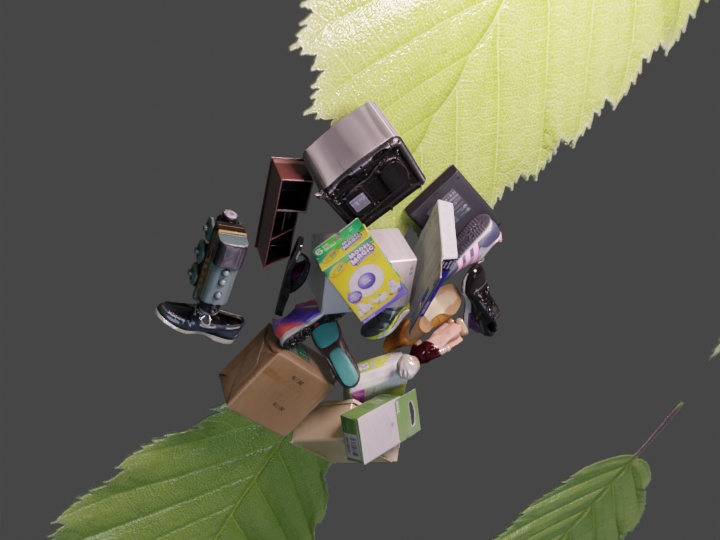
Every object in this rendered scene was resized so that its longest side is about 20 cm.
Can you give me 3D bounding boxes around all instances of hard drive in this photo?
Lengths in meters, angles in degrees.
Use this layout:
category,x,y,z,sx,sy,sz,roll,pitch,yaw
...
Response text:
category,x,y,z,sx,sy,sz,roll,pitch,yaw
hard drive,0.202,-0.116,1.621,0.139,0.033,0.199,-41,130,11

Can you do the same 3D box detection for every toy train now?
category,x,y,z,sx,sy,sz,roll,pitch,yaw
toy train,-0.272,-0.012,1.443,0.083,0.115,0.203,10,122,-28

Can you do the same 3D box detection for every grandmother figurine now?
category,x,y,z,sx,sy,sz,roll,pitch,yaw
grandmother figurine,0.157,0.177,1.689,0.198,0.120,0.062,-34,97,-30

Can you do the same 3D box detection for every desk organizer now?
category,x,y,z,sx,sy,sz,roll,pitch,yaw
desk organizer,-0.147,-0.107,1.448,0.070,0.078,0.204,0,126,-23

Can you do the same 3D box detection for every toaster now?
category,x,y,z,sx,sy,sz,roll,pitch,yaw
toaster,0.004,-0.188,1.400,0.179,0.120,0.200,-37,150,7

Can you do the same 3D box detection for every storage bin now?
category,x,y,z,sx,sy,sz,roll,pitch,yaw
storage bin,-0.033,0.392,1.807,0.197,0.096,0.197,-13,145,40

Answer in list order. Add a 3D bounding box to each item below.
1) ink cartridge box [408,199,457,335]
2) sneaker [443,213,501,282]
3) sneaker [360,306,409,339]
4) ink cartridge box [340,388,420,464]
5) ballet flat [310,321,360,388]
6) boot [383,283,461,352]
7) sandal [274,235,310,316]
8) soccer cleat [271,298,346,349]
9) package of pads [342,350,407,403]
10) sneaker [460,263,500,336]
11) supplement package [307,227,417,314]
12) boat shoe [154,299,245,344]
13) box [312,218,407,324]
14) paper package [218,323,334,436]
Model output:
category,x,y,z,sx,sy,sz,roll,pitch,yaw
ink cartridge box,0.144,-0.002,1.537,0.039,0.204,0.201,12,140,-10
sneaker,0.225,-0.025,1.632,0.199,0.071,0.082,-43,128,15
sneaker,0.068,0.072,1.696,0.200,0.074,0.081,-44,117,9
ink cartridge box,0.048,0.344,1.702,0.197,0.058,0.107,-19,104,-44
ballet flat,-0.061,0.167,1.668,0.072,0.204,0.073,-27,174,-3
boot,0.138,0.109,1.744,0.143,0.200,0.072,-31,96,46
sandal,-0.133,0.011,1.548,0.047,0.076,0.203,15,130,-6
soccer cleat,-0.097,0.086,1.614,0.197,0.074,0.069,-33,153,-11
package of pads,0.036,0.268,1.783,0.150,0.070,0.201,-17,155,-9
sneaker,0.289,0.070,1.755,0.075,0.087,0.203,-41,141,-27
supplement package,0.000,0.000,1.565,0.194,0.122,0.122,-4,127,-19
boat shoe,-0.321,0.095,1.532,0.197,0.076,0.062,26,115,-38
box,0.000,0.001,1.457,0.116,0.049,0.201,-35,128,3
paper package,-0.185,0.248,1.691,0.191,0.104,0.199,-44,129,12
